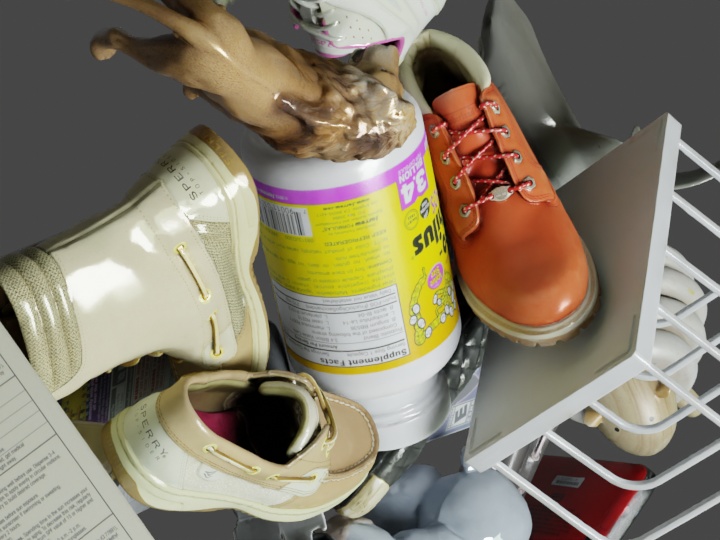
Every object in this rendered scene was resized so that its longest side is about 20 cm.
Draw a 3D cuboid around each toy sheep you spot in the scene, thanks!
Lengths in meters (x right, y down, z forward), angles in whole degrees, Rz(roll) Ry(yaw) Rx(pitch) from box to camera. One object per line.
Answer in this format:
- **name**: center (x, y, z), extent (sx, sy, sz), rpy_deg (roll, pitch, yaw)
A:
- **toy sheep**: center (0.166, 0.032, 1.708), extent (0.137, 0.201, 0.138), rpy_deg (-11, 146, -7)

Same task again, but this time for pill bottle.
- **pill bottle**: center (0.000, 0.000, 1.474), extent (0.104, 0.104, 0.201), rpy_deg (-35, 128, -34)

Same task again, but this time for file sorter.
- **file sorter**: center (0.163, 0.041, 1.515), extent (0.124, 0.139, 0.201), rpy_deg (37, 41, -21)

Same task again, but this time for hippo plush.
- **hippo plush**: center (0.037, 0.175, 1.638), extent (0.160, 0.199, 0.161), rpy_deg (61, 43, -32)

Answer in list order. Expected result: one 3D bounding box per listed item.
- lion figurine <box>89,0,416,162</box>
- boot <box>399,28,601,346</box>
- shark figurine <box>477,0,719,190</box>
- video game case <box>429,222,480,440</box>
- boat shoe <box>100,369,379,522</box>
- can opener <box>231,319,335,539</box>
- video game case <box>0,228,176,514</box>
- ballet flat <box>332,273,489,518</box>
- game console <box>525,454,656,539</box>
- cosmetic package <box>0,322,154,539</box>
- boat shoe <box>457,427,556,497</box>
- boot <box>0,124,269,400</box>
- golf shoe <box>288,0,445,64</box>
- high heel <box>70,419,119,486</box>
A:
- **lion figurine**: center (-0.063, -0.105, 1.325), extent (0.199, 0.122, 0.073), rpy_deg (10, 106, -55)
- **boot**: center (0.071, -0.048, 1.466), extent (0.075, 0.201, 0.107), rpy_deg (-25, 140, -1)
- **shark figurine**: center (0.148, -0.072, 1.613), extent (0.214, 0.089, 0.129), rpy_deg (34, 64, -40)
- **video game case**: center (0.036, 0.024, 1.631), extent (0.182, 0.023, 0.201), rpy_deg (-15, 125, -48)
- **boat shoe**: center (-0.047, 0.088, 1.377), extent (0.066, 0.074, 0.199), rpy_deg (-38, 159, 30)
- **can opener**: center (-0.047, 0.127, 1.468), extent (0.053, 0.201, 0.067), rpy_deg (-17, 147, 6)
- **video game case**: center (-0.153, 0.064, 1.419), extent (0.182, 0.023, 0.201), rpy_deg (-25, 133, -43)
- **ballet flat**: center (0.049, 0.072, 1.584), extent (0.057, 0.066, 0.200), rpy_deg (45, 71, -26)
- **game console**: center (0.149, 0.229, 1.768), extent (0.119, 0.200, 0.173), rpy_deg (39, 77, -14)
- **cosmetic package**: center (-0.185, 0.111, 1.252), extent (0.105, 0.201, 0.071), rpy_deg (-35, -179, -31)
- **boat shoe**: center (0.092, 0.153, 1.764), extent (0.057, 0.067, 0.201), rpy_deg (15, 101, -25)
- **boot**: center (-0.124, 0.033, 1.349), extent (0.155, 0.073, 0.201), rpy_deg (-34, 150, -25)
- **golf shoe**: center (-0.013, -0.160, 1.402), extent (0.199, 0.075, 0.092), rpy_deg (12, 107, -55)
- **high heel**: center (-0.201, 0.155, 1.358), extent (0.199, 0.071, 0.143), rpy_deg (-22, 141, -27)
